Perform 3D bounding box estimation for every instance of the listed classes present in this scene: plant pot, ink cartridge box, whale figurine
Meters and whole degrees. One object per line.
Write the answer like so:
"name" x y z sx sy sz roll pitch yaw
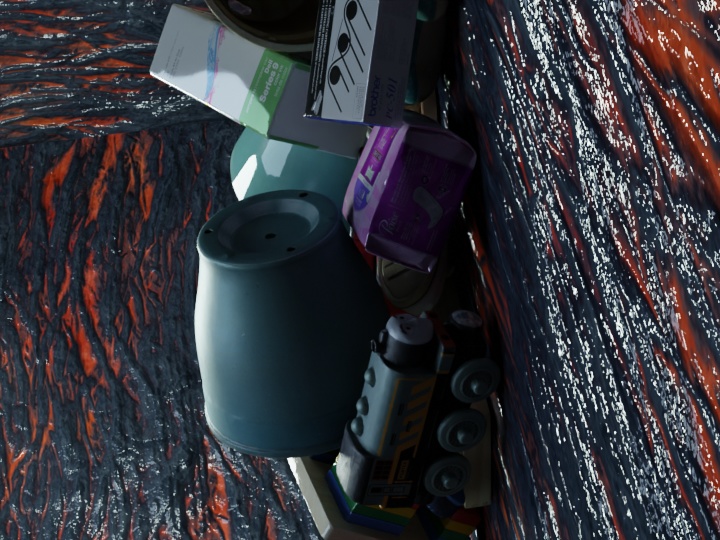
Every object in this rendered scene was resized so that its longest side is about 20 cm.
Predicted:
"plant pot" -0.032 -0.149 1.812 0.161 0.199 0.202 121 147 -49
"plant pot" -0.067 0.036 1.470 0.201 0.198 0.189 -104 2 -60
"ink cartridge box" 0.006 -0.225 1.348 0.094 0.044 0.202 12 95 55
"whale figurine" 0.023 -0.225 1.427 0.200 0.103 0.161 128 136 -74
"ink cartridge box" -0.100 -0.198 1.657 0.199 0.145 0.088 28 103 38
"plant pot" -0.085 -0.320 1.611 0.183 0.198 0.203 -157 59 -76

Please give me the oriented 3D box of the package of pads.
"package of pads" 0.041 -0.078 1.423 0.200 0.075 0.121 -120 50 -78

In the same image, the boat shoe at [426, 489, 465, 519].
"boat shoe" 0.039 0.179 1.549 0.084 0.069 0.200 47 -174 -35

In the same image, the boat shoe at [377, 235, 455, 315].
"boat shoe" 0.061 -0.018 1.544 0.068 0.074 0.201 49 -157 -28

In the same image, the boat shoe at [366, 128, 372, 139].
"boat shoe" 0.033 -0.164 1.702 0.063 0.070 0.201 83 173 -46

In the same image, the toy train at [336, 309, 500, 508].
"toy train" 0.048 0.123 1.394 0.085 0.113 0.201 -119 36 -52

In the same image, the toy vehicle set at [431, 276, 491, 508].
"toy vehicle set" 0.096 0.117 1.565 0.201 0.026 0.125 -102 6 -50

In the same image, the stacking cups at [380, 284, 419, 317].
"stacking cups" 0.048 0.022 1.651 0.200 0.060 0.061 -79 -17 -75

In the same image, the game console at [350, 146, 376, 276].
"game console" 0.000 0.000 1.656 0.201 0.031 0.178 92 178 -46

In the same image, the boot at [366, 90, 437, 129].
"boot" 0.028 -0.233 1.576 0.074 0.075 0.202 91 173 -81

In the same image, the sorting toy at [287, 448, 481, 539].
"sorting toy" 0.028 0.210 1.658 0.070 0.199 0.199 -57 33 20
